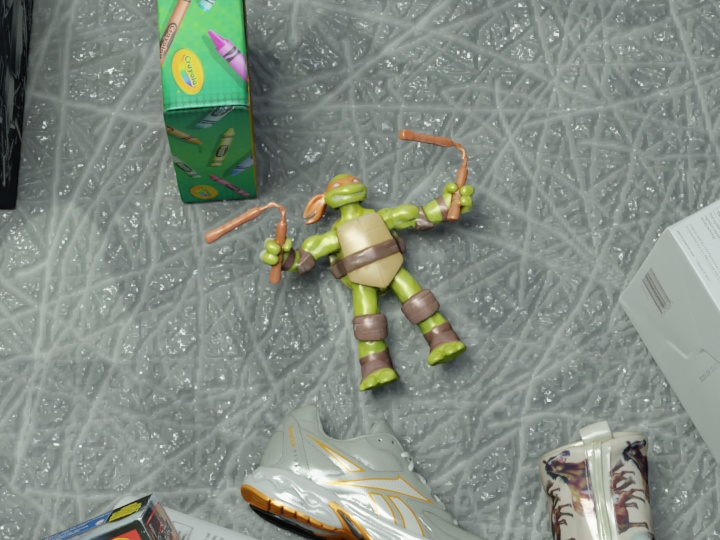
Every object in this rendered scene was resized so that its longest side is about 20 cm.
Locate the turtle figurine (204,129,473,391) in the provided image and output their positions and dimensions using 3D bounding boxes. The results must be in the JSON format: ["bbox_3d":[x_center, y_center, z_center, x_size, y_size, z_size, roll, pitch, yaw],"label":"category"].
[{"bbox_3d":[0.000,0.000,1.408,0.199,0.064,0.162,-19,84,-16],"label":"turtle figurine"}]

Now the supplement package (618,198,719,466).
[{"bbox_3d":[0.308,0.009,1.352,0.199,0.191,0.148,-28,79,-10],"label":"supplement package"}]

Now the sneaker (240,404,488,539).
[{"bbox_3d":[0.024,0.153,1.366,0.199,0.076,0.092,23,71,2],"label":"sneaker"}]

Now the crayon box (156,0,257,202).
[{"bbox_3d":[-0.104,-0.132,1.367,0.058,0.200,0.120,-4,75,-3],"label":"crayon box"}]

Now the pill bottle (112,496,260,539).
[{"bbox_3d":[-0.082,0.232,1.317,0.199,0.113,0.114,19,75,3],"label":"pill bottle"}]

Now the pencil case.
[{"bbox_3d":[0.169,0.207,1.347,0.077,0.090,0.202,-5,75,-6],"label":"pencil case"}]

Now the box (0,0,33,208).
[{"bbox_3d":[-0.290,-0.165,1.378,0.103,0.182,0.202,3,76,-2],"label":"box"}]

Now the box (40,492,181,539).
[{"bbox_3d":[-0.143,0.252,1.252,0.136,0.040,0.201,-22,104,17],"label":"box"}]
